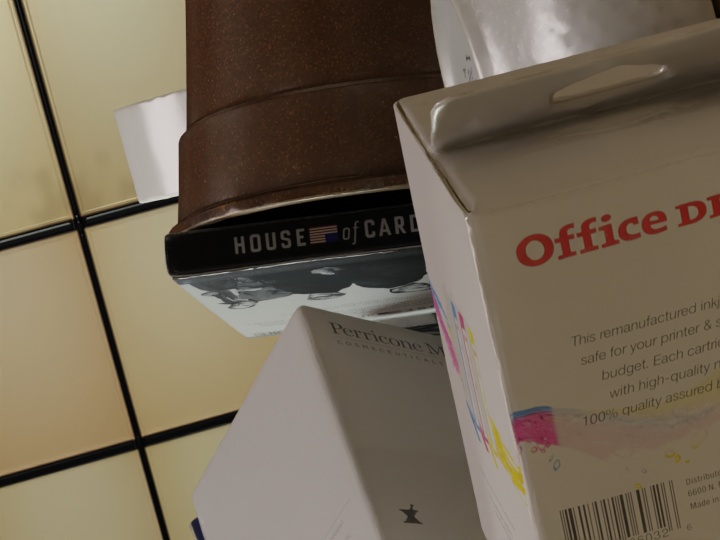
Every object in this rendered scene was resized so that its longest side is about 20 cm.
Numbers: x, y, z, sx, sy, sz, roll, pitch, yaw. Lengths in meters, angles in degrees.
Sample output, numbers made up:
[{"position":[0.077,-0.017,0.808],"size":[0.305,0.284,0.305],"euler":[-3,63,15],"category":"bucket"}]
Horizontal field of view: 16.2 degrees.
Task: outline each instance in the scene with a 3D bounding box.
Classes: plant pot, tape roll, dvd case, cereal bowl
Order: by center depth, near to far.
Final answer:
[{"position":[0.080,-0.081,0.996],"size":[0.200,0.083,0.200],"euler":[166,90,-84],"category":"cereal bowl"},{"position":[0.001,-0.116,1.170],"size":[0.200,0.200,0.198],"euler":[115,149,-81],"category":"plant pot"},{"position":[0.000,0.000,1.190],"size":[0.200,0.150,0.025],"euler":[51,-148,-80],"category":"dvd case"},{"position":[-0.069,-0.106,1.783],"size":[0.202,0.202,0.071],"euler":[-165,58,-83],"category":"tape roll"}]

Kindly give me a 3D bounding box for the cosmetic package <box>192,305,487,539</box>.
[{"position":[0.058,0.136,1.059],"size":[0.123,0.199,0.200],"euler":[-61,31,28],"category":"cosmetic package"}]

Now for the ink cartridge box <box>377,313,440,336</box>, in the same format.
[{"position":[0.006,-0.034,1.383],"size":[0.200,0.084,0.146],"euler":[47,-141,-59],"category":"ink cartridge box"}]

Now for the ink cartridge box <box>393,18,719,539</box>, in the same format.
[{"position":[0.096,0.012,0.851],"size":[0.125,0.128,0.200],"euler":[-119,15,-67],"category":"ink cartridge box"}]

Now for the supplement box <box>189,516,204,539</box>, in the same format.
[{"position":[0.024,0.158,1.438],"size":[0.110,0.200,0.109],"euler":[66,-175,23],"category":"supplement box"}]
